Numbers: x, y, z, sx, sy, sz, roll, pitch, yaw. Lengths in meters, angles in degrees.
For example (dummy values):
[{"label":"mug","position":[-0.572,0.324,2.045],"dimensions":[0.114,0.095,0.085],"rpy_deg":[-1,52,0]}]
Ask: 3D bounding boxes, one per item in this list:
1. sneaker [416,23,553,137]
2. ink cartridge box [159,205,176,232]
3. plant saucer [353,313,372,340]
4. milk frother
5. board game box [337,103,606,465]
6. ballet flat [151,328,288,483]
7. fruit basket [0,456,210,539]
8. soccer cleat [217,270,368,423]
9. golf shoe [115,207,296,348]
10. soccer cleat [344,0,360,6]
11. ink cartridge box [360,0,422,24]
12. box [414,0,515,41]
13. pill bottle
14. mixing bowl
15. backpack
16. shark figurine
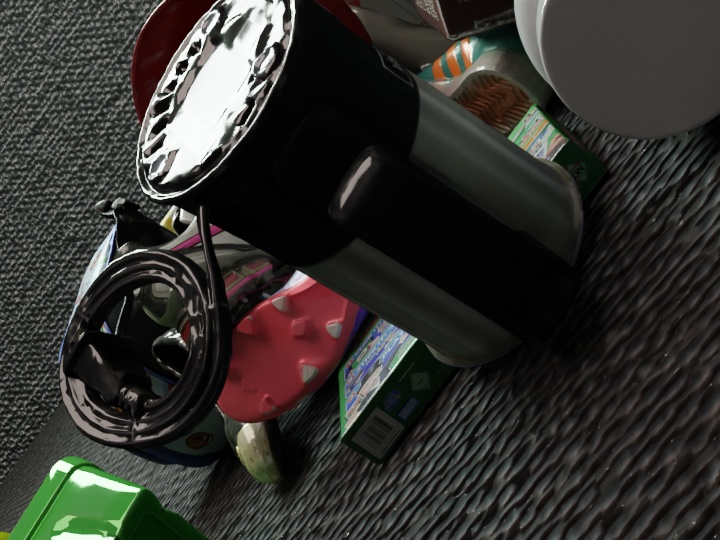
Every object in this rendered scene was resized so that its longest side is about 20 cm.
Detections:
[{"label":"sneaker","position":[0.091,-0.135,1.057],"dimensions":[0.080,0.071,0.200],"rpy_deg":[-55,16,-16]},{"label":"ink cartridge box","position":[-0.120,0.001,1.368],"dimensions":[0.200,0.145,0.083],"rpy_deg":[-53,8,6]},{"label":"plant saucer","position":[0.000,0.000,1.074],"dimensions":[0.200,0.050,0.200],"rpy_deg":[-53,9,13]},{"label":"milk frother","position":[-0.018,0.003,0.715],"dimensions":[0.200,0.188,0.181],"rpy_deg":[-48,33,20]},{"label":"board game box","position":[0.056,0.003,0.861],"dimensions":[0.200,0.029,0.135],"rpy_deg":[-53,9,11]},{"label":"ballet flat","position":[-0.094,0.093,1.054],"dimensions":[0.057,0.067,0.200],"rpy_deg":[-20,28,-12]},{"label":"fruit basket","position":[-0.196,0.224,0.939],"dimensions":[0.215,0.155,0.216],"rpy_deg":[-38,24,20]},{"label":"soccer cleat","position":[-0.016,0.013,0.945],"dimensions":[0.200,0.067,0.076],"rpy_deg":[-55,-13,13]},{"label":"golf shoe","position":[-0.073,-0.027,1.003],"dimensions":[0.200,0.092,0.073],"rpy_deg":[-38,-16,-49]},{"label":"soccer cleat","position":[0.030,-0.265,1.217],"dimensions":[0.199,0.078,0.069],"rpy_deg":[-20,-18,9]},{"label":"ink cartridge box","position":[0.007,-0.171,1.332],"dimensions":[0.200,0.145,0.147],"rpy_deg":[-56,9,-5]},{"label":"box","position":[0.097,-0.252,0.955],"dimensions":[0.165,0.165,0.200],"rpy_deg":[-19,13,2]},{"label":"pill bottle","position":[0.130,-0.138,0.729],"dimensions":[0.116,0.116,0.200],"rpy_deg":[-51,11,22]},{"label":"mixing bowl","position":[-0.063,-0.149,1.169],"dimensions":[0.200,0.200,0.108],"rpy_deg":[-48,7,36]},{"label":"backpack","position":[-0.155,0.064,1.225],"dimensions":[0.154,0.200,0.191],"rpy_deg":[-60,11,23]},{"label":"shark figurine","position":[0.088,-0.176,1.162],"dimensions":[0.214,0.128,0.090],"rpy_deg":[-20,16,26]}]
